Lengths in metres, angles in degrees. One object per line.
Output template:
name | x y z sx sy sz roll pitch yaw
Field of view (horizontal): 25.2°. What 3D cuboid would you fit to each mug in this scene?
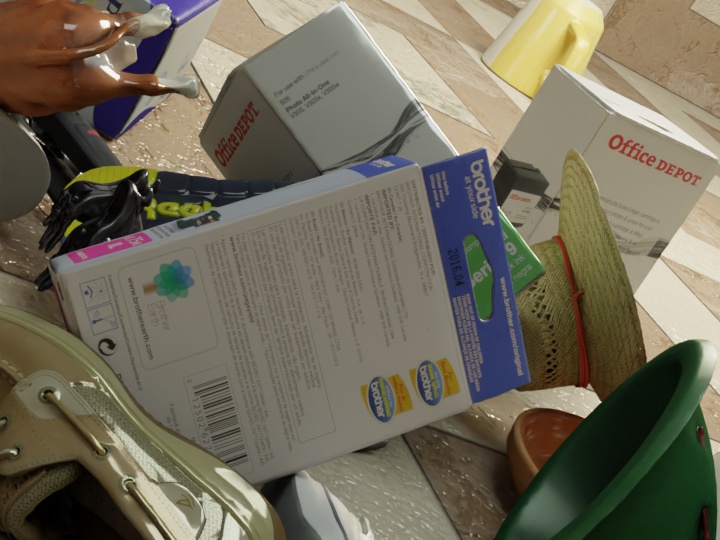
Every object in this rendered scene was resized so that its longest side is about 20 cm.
mug | 0.291 -0.328 2.358 0.149 0.154 0.187 13 26 -48

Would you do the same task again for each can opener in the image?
can opener | -0.173 -0.065 0.967 0.078 0.064 0.200 4 33 -50

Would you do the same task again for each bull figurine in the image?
bull figurine | -0.181 -0.122 0.896 0.121 0.066 0.199 -9 17 -38

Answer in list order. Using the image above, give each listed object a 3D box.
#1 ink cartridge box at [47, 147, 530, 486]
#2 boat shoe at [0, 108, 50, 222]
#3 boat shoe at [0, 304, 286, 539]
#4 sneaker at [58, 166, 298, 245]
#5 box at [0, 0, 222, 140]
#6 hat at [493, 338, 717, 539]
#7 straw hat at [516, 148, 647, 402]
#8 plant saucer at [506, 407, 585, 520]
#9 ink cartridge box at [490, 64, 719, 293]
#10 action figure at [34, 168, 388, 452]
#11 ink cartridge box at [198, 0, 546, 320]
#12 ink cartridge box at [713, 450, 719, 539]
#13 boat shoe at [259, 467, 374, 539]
ink cartridge box | -0.027 0.025 0.718 0.198 0.121 0.042 -17 16 -13
boat shoe | -0.262 -0.084 0.862 0.198 0.072 0.066 15 23 -31
boat shoe | -0.124 0.079 0.650 0.199 0.073 0.065 33 32 18
sneaker | -0.066 0.000 0.869 0.198 0.083 0.074 10 43 -6
box | -0.222 -0.208 1.207 0.199 0.105 0.184 32 18 -4
hat | 0.178 0.167 0.853 0.176 0.200 0.166 43 -16 -2
straw hat | 0.120 0.029 1.046 0.084 0.203 0.201 -12 25 -3
plant saucer | 0.171 0.161 1.000 0.199 0.038 0.200 30 18 -11
ink cartridge box | 0.165 -0.040 1.261 0.144 0.201 0.084 17 22 -40
action figure | -0.078 0.044 0.785 0.200 0.102 0.119 47 1 -27
ink cartridge box | 0.001 -0.041 0.969 0.201 0.084 0.146 53 -20 1
ink cartridge box | 0.281 0.165 0.909 0.200 0.125 0.129 49 21 -14
boat shoe | -0.005 0.153 0.670 0.086 0.075 0.202 32 7 -13
